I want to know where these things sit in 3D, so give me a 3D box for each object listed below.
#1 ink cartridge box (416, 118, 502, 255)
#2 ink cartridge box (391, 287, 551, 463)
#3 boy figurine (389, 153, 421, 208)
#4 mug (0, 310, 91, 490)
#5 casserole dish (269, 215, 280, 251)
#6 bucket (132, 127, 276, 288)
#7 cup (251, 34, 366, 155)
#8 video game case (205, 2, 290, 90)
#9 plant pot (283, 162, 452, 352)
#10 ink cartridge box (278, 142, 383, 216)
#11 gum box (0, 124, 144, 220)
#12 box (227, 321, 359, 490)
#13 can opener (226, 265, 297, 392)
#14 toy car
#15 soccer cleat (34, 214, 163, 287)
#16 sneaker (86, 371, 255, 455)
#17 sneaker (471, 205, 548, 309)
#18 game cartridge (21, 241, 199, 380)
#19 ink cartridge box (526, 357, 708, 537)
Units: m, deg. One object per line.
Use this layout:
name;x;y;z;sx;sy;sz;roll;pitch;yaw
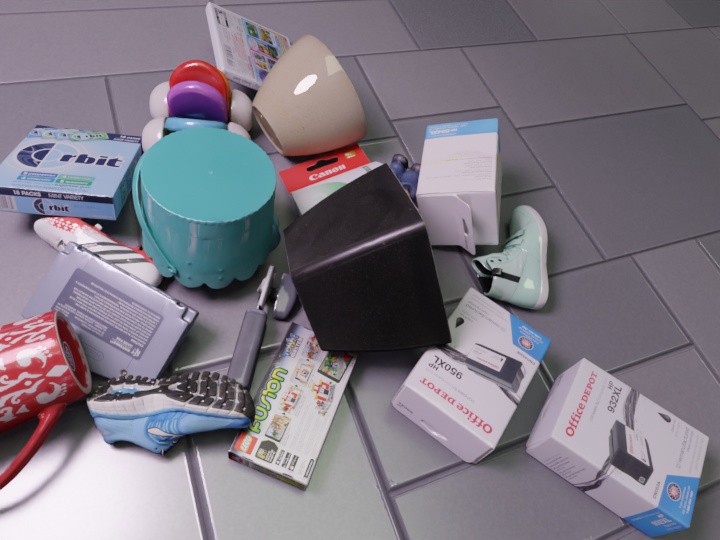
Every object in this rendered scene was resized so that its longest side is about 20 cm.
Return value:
ink cartridge box;0.170;-0.138;0.915;0.125;0.129;0.200;0;51;18
ink cartridge box;0.161;0.147;0.782;0.144;0.084;0.200;34;58;11
boy figurine;0.048;-0.115;0.938;0.124;0.064;0.200;27;57;7
mug;-0.424;0.150;0.625;0.200;0.133;0.178;-22;107;-18
casserole dish;-0.219;-0.059;0.858;0.200;0.039;0.121;-29;69;-28
bucket;-0.215;-0.094;0.771;0.207;0.135;0.208;8;52;-11
cup;-0.103;-0.282;0.953;0.143;0.200;0.200;-36;70;-9
video game case;-0.203;-0.420;1.059;0.182;0.024;0.200;9;51;-39
plant pot;0.000;0.000;0.758;0.177;0.200;0.200;-20;34;-2
ink cartridge box;-0.041;-0.149;0.905;0.161;0.050;0.200;-22;52;-9
gum box;-0.438;-0.154;0.830;0.169;0.045;0.200;4;38;-10
box;-0.085;0.177;0.737;0.110;0.035;0.200;22;56;2
can opener;-0.135;0.083;0.777;0.067;0.053;0.200;12;57;-4
toy car;-0.270;-0.266;0.912;0.175;0.150;0.200;3;57;-11
soccer cleat;-0.384;-0.017;0.779;0.200;0.069;0.085;24;52;-2
sneaker;-0.231;0.182;0.680;0.199;0.090;0.078;1;19;-1
sneaker;0.250;-0.037;0.923;0.118;0.074;0.201;11;58;-13
game cartridge;-0.334;0.065;0.721;0.200;0.042;0.133;29;87;2
ink cartridge box;0.359;0.244;0.763;0.200;0.084;0.145;33;57;10
